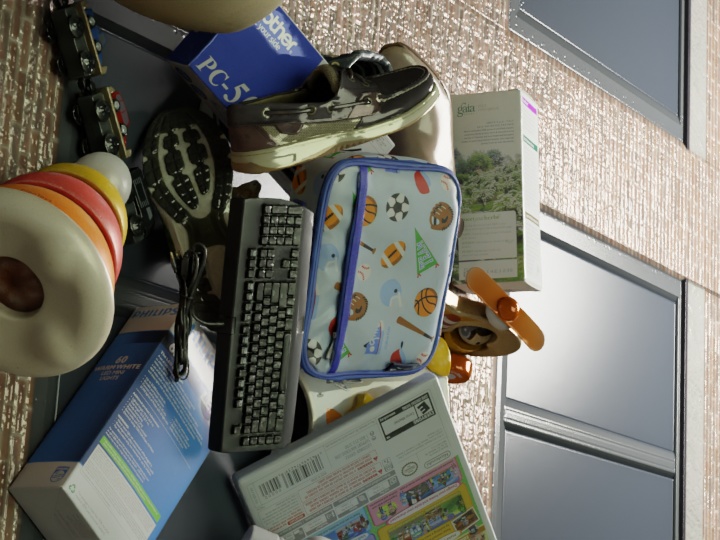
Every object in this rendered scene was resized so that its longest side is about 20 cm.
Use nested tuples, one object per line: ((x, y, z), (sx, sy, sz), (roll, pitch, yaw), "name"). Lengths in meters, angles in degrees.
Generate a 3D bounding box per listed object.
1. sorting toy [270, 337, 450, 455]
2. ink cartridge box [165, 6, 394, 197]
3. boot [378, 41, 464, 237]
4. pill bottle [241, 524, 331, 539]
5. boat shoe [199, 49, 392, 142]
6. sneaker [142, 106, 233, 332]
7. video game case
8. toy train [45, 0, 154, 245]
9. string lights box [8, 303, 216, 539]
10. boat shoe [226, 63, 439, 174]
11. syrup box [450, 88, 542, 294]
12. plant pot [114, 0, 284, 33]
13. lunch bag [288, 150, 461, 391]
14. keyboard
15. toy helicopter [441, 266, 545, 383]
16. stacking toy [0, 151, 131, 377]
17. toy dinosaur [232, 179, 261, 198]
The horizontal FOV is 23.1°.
((-0.015, 0.132, 1.575), (0.179, 0.107, 0.201), (1, 84, -36), "sorting toy")
((-0.064, -0.140, 1.476), (0.094, 0.044, 0.200), (-50, 124, -12), "ink cartridge box")
((0.055, -0.100, 1.694), (0.200, 0.070, 0.147), (61, 27, -44), "boot")
((-0.015, 0.285, 1.443), (0.199, 0.112, 0.113), (26, 55, -6), "pill bottle")
((-0.054, -0.155, 1.543), (0.200, 0.091, 0.071), (-32, 111, -52), "boat shoe")
((-0.135, -0.035, 1.444), (0.076, 0.089, 0.201), (-10, 75, -15), "sneaker")
((0.007, 0.211, 1.539), (0.199, 0.022, 0.183), (-27, 111, -16), "video game case")
((-0.200, -0.119, 1.377), (0.046, 0.034, 0.201), (-36, 114, -55), "toy train")
((-0.174, 0.130, 1.354), (0.103, 0.059, 0.200), (61, 41, -29), "string lights box")
((-0.022, -0.136, 1.435), (0.199, 0.072, 0.065), (-23, 115, -26), "boat shoe")
((0.138, -0.080, 1.805), (0.081, 0.078, 0.201), (23, 65, -69), "syrup box")
((-0.118, -0.263, 1.364), (0.135, 0.200, 0.201), (49, 47, -33), "plant pot")
((0.000, 0.000, 1.486), (0.160, 0.075, 0.201), (2, 100, -38), "lunch bag")
((-0.095, 0.043, 1.370), (0.127, 0.021, 0.201), (1, 96, -35), "keyboard")
((0.091, 0.037, 1.686), (0.200, 0.132, 0.079), (38, 55, -46), "toy helicopter")
((-0.213, -0.029, 1.275), (0.147, 0.145, 0.200), (68, 27, -21), "stacking toy")
((-0.079, 0.023, 1.527), (0.106, 0.060, 0.201), (-7, 88, -29), "toy dinosaur")
